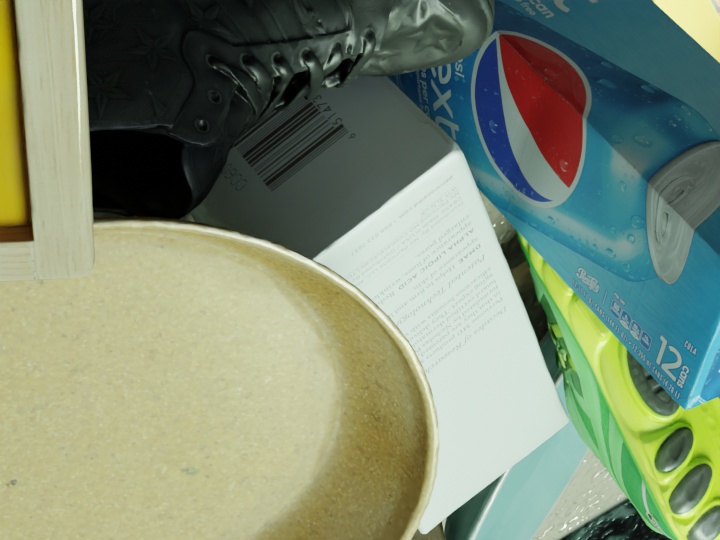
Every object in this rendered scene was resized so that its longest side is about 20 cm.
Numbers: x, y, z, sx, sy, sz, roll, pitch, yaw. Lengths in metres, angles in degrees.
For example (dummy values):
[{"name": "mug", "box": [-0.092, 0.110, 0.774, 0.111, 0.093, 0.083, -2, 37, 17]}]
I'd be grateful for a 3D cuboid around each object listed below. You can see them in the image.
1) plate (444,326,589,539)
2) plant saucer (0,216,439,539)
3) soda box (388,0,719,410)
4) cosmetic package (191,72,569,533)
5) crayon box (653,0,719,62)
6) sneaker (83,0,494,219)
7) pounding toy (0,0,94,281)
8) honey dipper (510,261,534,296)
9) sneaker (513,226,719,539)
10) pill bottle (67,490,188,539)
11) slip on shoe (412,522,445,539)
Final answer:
[{"name": "plate", "box": [0.084, 0.073, 0.960, 0.201, 0.025, 0.201, -54, 164, -23]}, {"name": "plant saucer", "box": [-0.076, 0.054, 0.629, 0.198, 0.036, 0.202, -6, 130, -7]}, {"name": "soda box", "box": [0.081, -0.049, 0.710, 0.067, 0.200, 0.065, -19, 140, -30]}, {"name": "cosmetic package", "box": [0.000, 0.000, 0.767, 0.081, 0.113, 0.200, -37, 148, -5]}, {"name": "crayon box", "box": [0.156, -0.090, 0.829, 0.126, 0.051, 0.201, 15, 121, -17]}, {"name": "sneaker", "box": [-0.050, -0.055, 0.624, 0.198, 0.105, 0.060, 5, 148, -17]}, {"name": "pounding toy", "box": [-0.163, -0.058, 0.482, 0.198, 0.143, 0.185, -3, 137, -8]}, {"name": "honey dipper", "box": [0.046, 0.017, 0.903, 0.199, 0.038, 0.038, -29, 145, -11]}, {"name": "sneaker", "box": [0.094, 0.017, 0.795, 0.073, 0.202, 0.083, -19, 178, -21]}, {"name": "pill bottle", "box": [-0.054, 0.098, 0.785, 0.119, 0.120, 0.200, -38, 135, -4]}, {"name": "slip on shoe", "box": [-0.038, 0.165, 0.930, 0.199, 0.061, 0.076, -38, 149, 20]}]
